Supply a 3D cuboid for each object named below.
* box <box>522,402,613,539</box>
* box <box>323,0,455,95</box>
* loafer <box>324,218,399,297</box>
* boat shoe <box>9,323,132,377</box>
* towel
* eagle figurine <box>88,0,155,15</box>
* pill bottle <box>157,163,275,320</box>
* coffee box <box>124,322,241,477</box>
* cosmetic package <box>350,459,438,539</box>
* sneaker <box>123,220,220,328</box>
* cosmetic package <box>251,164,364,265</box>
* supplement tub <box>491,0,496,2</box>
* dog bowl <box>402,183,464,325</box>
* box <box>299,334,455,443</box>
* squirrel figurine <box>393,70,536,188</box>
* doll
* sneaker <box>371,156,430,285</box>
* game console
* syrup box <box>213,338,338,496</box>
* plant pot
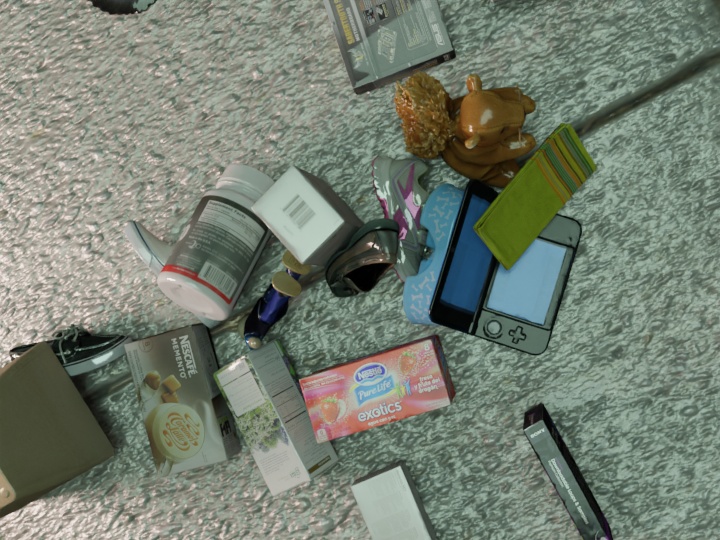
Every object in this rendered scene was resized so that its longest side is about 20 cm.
[{"bbox_3d":[0.280,0.284,1.295,0.036,0.143,0.202,-28,85,10],"label":"box"},{"bbox_3d":[0.033,-0.376,1.379,0.157,0.048,0.202,-20,87,10],"label":"box"},{"bbox_3d":[0.000,0.000,1.318,0.071,0.200,0.064,0,64,-21],"label":"loafer"},{"bbox_3d":[-0.439,0.118,1.450,0.197,0.074,0.069,-14,103,19],"label":"boat shoe"},{"bbox_3d":[0.239,-0.100,1.297,0.200,0.018,0.086,-48,113,-12],"label":"towel"},{"bbox_3d":[-0.316,-0.480,1.414,0.198,0.151,0.153,-6,45,38],"label":"eagle figurine"},{"bbox_3d":[-0.193,-0.042,1.358,0.113,0.114,0.202,22,68,8],"label":"pill bottle"},{"bbox_3d":[-0.261,0.188,1.417,0.113,0.080,0.202,-15,88,9],"label":"coffee box"},{"bbox_3d":[0.064,0.383,1.378,0.082,0.051,0.202,-23,87,11],"label":"cosmetic package"},{"bbox_3d":[-0.265,-0.008,1.428,0.071,0.073,0.200,-44,93,-2],"label":"sneaker"},{"bbox_3d":[-0.064,-0.071,1.321,0.085,0.200,0.108,-44,82,5],"label":"cosmetic package"},{"bbox_3d":[0.249,-0.459,1.292,0.198,0.145,0.147,-21,87,9],"label":"supplement tub"},{"bbox_3d":[0.120,-0.017,1.329,0.049,0.111,0.202,16,94,34],"label":"dog bowl"},{"bbox_3d":[0.027,0.165,1.358,0.198,0.103,0.096,-18,87,11],"label":"box"},{"bbox_3d":[0.139,-0.195,1.290,0.197,0.187,0.143,7,92,8],"label":"squirrel figurine"},{"bbox_3d":[-0.126,0.047,1.358,0.048,0.200,0.137,29,52,-8],"label":"doll"},{"bbox_3d":[0.075,-0.070,1.358,0.087,0.081,0.203,-11,89,11],"label":"sneaker"},{"bbox_3d":[0.201,-0.001,1.311,0.169,0.118,0.202,17,89,8],"label":"game console"},{"bbox_3d":[-0.122,0.212,1.384,0.078,0.081,0.202,-30,86,33],"label":"syrup box"},{"bbox_3d":[-0.516,0.255,1.378,0.199,0.177,0.201,-30,94,22],"label":"plant pot"}]
